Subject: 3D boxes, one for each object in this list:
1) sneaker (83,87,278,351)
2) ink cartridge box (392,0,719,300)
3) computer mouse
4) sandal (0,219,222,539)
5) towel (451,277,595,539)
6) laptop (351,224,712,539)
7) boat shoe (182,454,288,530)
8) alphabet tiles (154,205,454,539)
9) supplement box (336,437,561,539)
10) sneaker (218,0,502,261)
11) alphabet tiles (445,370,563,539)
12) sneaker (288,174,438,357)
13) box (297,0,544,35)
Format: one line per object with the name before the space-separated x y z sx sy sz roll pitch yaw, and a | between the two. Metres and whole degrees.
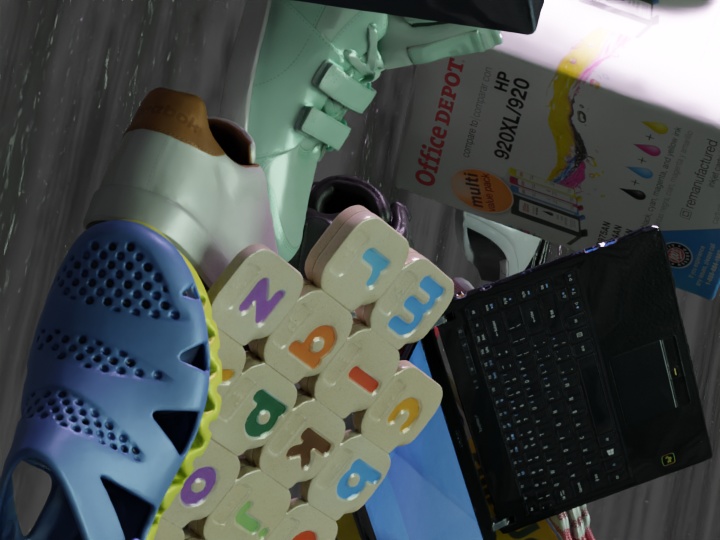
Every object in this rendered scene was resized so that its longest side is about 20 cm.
sneaker | -0.057 -0.014 1.296 0.200 0.072 0.085 62 42 -63
ink cartridge box | 0.137 -0.108 1.644 0.148 0.199 0.145 103 8 -54
computer mouse | 0.101 -0.018 1.895 0.200 0.044 0.110 57 45 -67
sandal | -0.110 0.077 1.165 0.087 0.079 0.201 27 71 -69
towel | 0.105 0.111 1.803 0.146 0.030 0.201 -138 -149 -64
laptop | 0.092 0.100 1.524 0.104 0.199 0.178 -112 -177 -48
boat shoe | -0.077 0.160 1.378 0.067 0.057 0.201 1 95 -38
alphabet tiles | -0.040 0.066 1.294 0.200 0.015 0.196 -52 146 0
supplement box | 0.066 0.203 1.701 0.109 0.109 0.200 -30 149 -8
sneaker | 0.002 -0.091 1.382 0.074 0.117 0.202 5 95 -75
alphabet tiles | 0.091 0.147 1.764 0.200 0.008 0.167 56 -9 33
sneaker | 0.000 0.000 1.506 0.200 0.070 0.099 -9 109 -72
box | -0.010 -0.213 1.128 0.123 0.199 0.199 70 34 -60
